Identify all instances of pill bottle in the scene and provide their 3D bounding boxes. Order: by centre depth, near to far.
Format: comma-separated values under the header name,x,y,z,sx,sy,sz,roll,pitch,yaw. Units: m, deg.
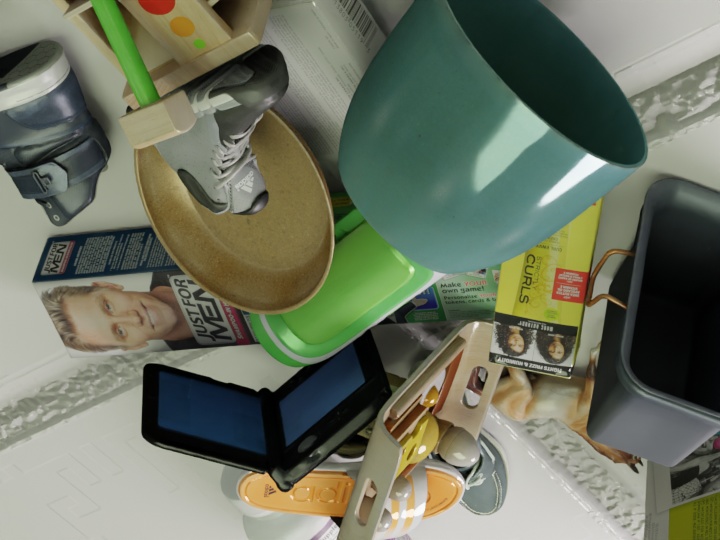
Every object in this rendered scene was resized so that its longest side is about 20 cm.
name,x,y,z,sx,sy,sz,roll,pitch,yaw
pill bottle,-0.041,0.240,1.911,0.112,0.113,0.200,-22,127,30

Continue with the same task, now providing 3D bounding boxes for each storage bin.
name,x,y,z,sx,sy,sz,roll,pitch,yaw
storage bin,0.239,0.050,1.610,0.145,0.201,0.135,19,145,-7

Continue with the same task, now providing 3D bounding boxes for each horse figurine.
name,x,y,z,sx,sy,sz,roll,pitch,yaw
horse figurine,0.166,0.097,1.768,0.198,0.050,0.133,12,131,-1

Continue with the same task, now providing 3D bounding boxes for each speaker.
name,x,y,z,sx,sy,sz,roll,pitch,yaw
speaker,0.000,0.000,1.635,0.088,0.089,0.200,36,128,-24

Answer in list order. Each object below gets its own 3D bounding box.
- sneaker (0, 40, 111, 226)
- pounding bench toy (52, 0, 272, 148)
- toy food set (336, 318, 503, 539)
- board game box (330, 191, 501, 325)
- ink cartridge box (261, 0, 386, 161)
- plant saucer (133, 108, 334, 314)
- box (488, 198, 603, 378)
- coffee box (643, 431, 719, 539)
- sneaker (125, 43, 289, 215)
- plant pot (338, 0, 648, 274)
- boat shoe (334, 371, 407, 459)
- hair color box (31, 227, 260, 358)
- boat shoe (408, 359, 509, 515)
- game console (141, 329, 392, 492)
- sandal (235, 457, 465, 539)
name,x,y,z,sx,sy,sz,roll,pitch,yaw
sneaker,-0.300,-0.094,1.654,0.201,0.077,0.147,-12,129,21
pounding bench toy,-0.159,-0.203,1.423,0.124,0.201,0.156,-22,127,31
toy food set,0.057,0.144,1.671,0.060,0.200,0.144,29,129,15
board game box,0.077,-0.014,1.688,0.198,0.029,0.135,-4,133,16
ink cartridge box,-0.062,-0.154,1.578,0.199,0.050,0.161,-2,138,40
plant saucer,-0.092,-0.062,1.605,0.199,0.035,0.202,20,126,29
box,0.149,-0.012,1.610,0.075,0.050,0.201,12,126,7
coffee box,0.375,0.251,1.768,0.197,0.201,0.200,-18,130,27
sneaker,-0.089,-0.097,1.503,0.200,0.075,0.116,-2,123,59
plant pot,0.080,-0.095,1.456,0.200,0.201,0.161,34,118,-21
boat shoe,-0.008,0.139,1.797,0.073,0.064,0.200,22,159,-20
hair color box,-0.171,0.017,1.751,0.198,0.061,0.100,-5,133,18
boat shoe,0.085,0.167,1.846,0.072,0.062,0.201,-8,133,17
game console,-0.080,0.093,1.693,0.176,0.200,0.117,-40,106,6
sandal,-0.008,0.211,1.802,0.205,0.059,0.080,1,132,-7
